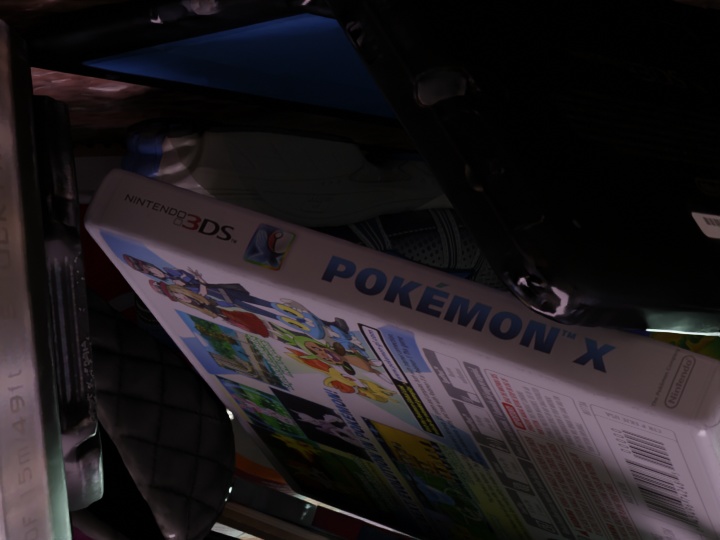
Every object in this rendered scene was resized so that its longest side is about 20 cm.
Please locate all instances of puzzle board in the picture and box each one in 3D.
[{"bbox_3d":[0.040,0.105,0.874,0.150,0.017,0.200,16,175,33],"label":"puzzle board"}]

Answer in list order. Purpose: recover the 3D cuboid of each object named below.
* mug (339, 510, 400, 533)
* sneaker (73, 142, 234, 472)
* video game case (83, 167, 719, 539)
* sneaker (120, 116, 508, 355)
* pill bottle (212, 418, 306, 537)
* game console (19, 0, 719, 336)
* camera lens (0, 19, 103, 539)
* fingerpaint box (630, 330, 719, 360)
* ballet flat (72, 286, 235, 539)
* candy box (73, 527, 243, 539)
[{"bbox_3d":[0.075,0.071,1.083,0.175,0.148,0.200,-5,-144,8],"label":"mug"},{"bbox_3d":[-0.130,0.019,0.846,0.199,0.113,0.071,-3,174,-20],"label":"sneaker"},{"bbox_3d":[0.033,0.047,0.744,0.182,0.022,0.200,18,161,24],"label":"video game case"},{"bbox_3d":[0.000,0.000,0.869,0.200,0.085,0.077,5,-177,-40],"label":"sneaker"},{"bbox_3d":[-0.061,0.049,1.023,0.109,0.110,0.200,-1,162,-28],"label":"pill bottle"},{"bbox_3d":[0.035,-0.023,0.728,0.200,0.176,0.116,4,137,-50],"label":"game console"},{"bbox_3d":[-0.169,0.017,0.671,0.199,0.161,0.160,-5,170,-6],"label":"camera lens"},{"bbox_3d":[0.135,0.016,0.909,0.200,0.073,0.167,-29,180,-26],"label":"fingerpaint box"},{"bbox_3d":[-0.121,0.017,0.778,0.200,0.057,0.067,32,119,-10],"label":"ballet flat"},{"bbox_3d":[-0.024,0.130,0.906,0.136,0.061,0.200,11,171,40],"label":"candy box"}]
